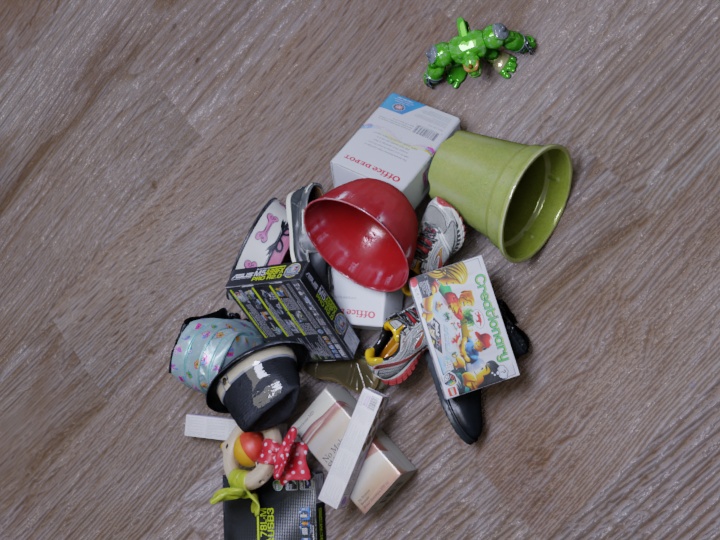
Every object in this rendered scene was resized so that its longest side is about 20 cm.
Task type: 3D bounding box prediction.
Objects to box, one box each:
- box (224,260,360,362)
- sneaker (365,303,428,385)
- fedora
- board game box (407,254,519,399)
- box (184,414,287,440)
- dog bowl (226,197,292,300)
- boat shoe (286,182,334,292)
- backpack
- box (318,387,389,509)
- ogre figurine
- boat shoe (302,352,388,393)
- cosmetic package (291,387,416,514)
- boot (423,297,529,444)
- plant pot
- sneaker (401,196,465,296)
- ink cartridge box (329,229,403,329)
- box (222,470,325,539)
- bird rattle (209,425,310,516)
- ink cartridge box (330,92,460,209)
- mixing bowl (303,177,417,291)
[{"bbox_3d":[-0.112,0.074,1.538,0.159,0.201,0.045,-6,42,33],"label":"box"},{"bbox_3d":[0.088,0.098,1.506,0.201,0.082,0.078,-51,44,-1],"label":"sneaker"},{"bbox_3d":[-0.160,0.206,1.528,0.200,0.200,0.092,-37,61,13],"label":"fedora"},{"bbox_3d":[0.164,0.090,1.456,0.125,0.035,0.202,-18,87,-3],"label":"board game box"},{"bbox_3d":[-0.230,0.294,1.682,0.198,0.039,0.042,1,83,22],"label":"box"},{"bbox_3d":[-0.164,-0.025,1.632,0.073,0.200,0.202,25,92,3],"label":"dog bowl"},{"bbox_3d":[-0.078,-0.050,1.549,0.067,0.071,0.203,-20,71,35],"label":"boat shoe"},{"bbox_3d":[-0.250,0.152,1.631,0.125,0.200,0.169,10,86,23],"label":"backpack"},{"bbox_3d":[-0.010,0.293,1.506,0.041,0.039,0.202,22,90,23],"label":"box"},{"bbox_3d":[0.191,-0.373,1.567,0.198,0.120,0.100,6,85,23],"label":"ogre figurine"},{"bbox_3d":[-0.039,0.163,1.628,0.199,0.063,0.074,19,95,30],"label":"boat shoe"},{"bbox_3d":[-0.012,0.308,1.573,0.200,0.087,0.104,44,101,21],"label":"cosmetic package"},{"bbox_3d":[0.206,0.164,1.509,0.167,0.076,0.202,-29,67,20],"label":"boot"},{"bbox_3d":[0.218,-0.141,1.500,0.183,0.200,0.202,29,94,34],"label":"plant pot"},{"bbox_3d":[0.116,-0.032,1.516,0.078,0.082,0.202,39,137,31],"label":"sneaker"},{"bbox_3d":[0.000,0.000,1.604,0.143,0.084,0.203,3,85,24],"label":"ink cartridge box"},{"bbox_3d":[-0.156,0.464,1.633,0.191,0.047,0.203,-6,80,20],"label":"box"},{"bbox_3d":[-0.183,0.323,1.573,0.200,0.112,0.164,-49,46,22],"label":"bird rattle"},{"bbox_3d":[0.062,-0.195,1.564,0.143,0.085,0.200,26,57,23],"label":"ink cartridge box"},{"bbox_3d":[0.018,-0.073,1.468,0.198,0.201,0.109,24,57,23],"label":"mixing bowl"}]
